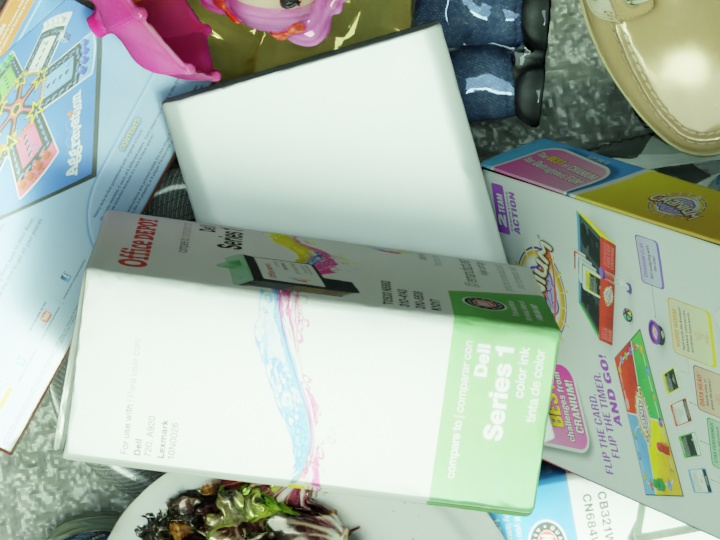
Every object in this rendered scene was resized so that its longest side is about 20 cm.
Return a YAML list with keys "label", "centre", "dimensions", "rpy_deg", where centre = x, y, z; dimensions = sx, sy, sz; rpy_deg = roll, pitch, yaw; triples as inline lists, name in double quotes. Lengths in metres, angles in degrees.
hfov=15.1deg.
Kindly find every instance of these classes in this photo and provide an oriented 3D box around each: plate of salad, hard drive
- label: "plate of salad"
  centre: [-0.025, 0.162, 1.264]
  dimensions: [0.199, 0.048, 0.200]
  rpy_deg: [0, 123, 0]
- label: "hard drive"
  centre: [0.000, 0.000, 1.251]
  dimensions: [0.132, 0.026, 0.200]
  rpy_deg: [-16, 100, 1]

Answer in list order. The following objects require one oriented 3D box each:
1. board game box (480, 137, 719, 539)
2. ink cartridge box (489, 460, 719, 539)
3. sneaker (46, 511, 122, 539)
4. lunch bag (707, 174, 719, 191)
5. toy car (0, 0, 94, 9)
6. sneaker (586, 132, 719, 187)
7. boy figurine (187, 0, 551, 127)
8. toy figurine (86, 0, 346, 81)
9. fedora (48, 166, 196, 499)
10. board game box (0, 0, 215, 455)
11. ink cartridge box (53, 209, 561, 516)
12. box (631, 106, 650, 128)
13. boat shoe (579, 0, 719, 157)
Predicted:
- label: "board game box"
  centre: [0.138, 0.034, 1.214]
  dimensions: [0.040, 0.200, 0.153]
  rpy_deg: [-23, 116, -29]
- label: "ink cartridge box"
  centre: [0.165, 0.152, 1.325]
  dimensions: [0.199, 0.084, 0.146]
  rpy_deg: [-11, 93, 4]
- label: "sneaker"
  centre: [-0.064, 0.159, 1.334]
  dimensions: [0.199, 0.085, 0.077]
  rpy_deg: [-3, 94, 2]
- label: "lunch bag"
  centre: [0.259, 0.010, 1.261]
  dimensions: [0.200, 0.082, 0.161]
  rpy_deg: [2, 69, -29]
- label: "toy car"
  centre: [-0.181, -0.159, 1.298]
  dimensions: [0.200, 0.184, 0.177]
  rpy_deg: [40, 95, -29]
- label: "sneaker"
  centre: [0.142, -0.024, 1.318]
  dimensions: [0.199, 0.074, 0.089]
  rpy_deg: [-14, 92, 4]
- label: "boy figurine"
  centre: [-0.008, -0.105, 1.324]
  dimensions: [0.199, 0.064, 0.125]
  rpy_deg: [2, 95, 3]
- label: "toy figurine"
  centre: [-0.046, -0.165, 1.188]
  dimensions: [0.200, 0.150, 0.184]
  rpy_deg: [16, 121, -5]
- label: "fedora"
  centre: [-0.049, 0.033, 1.322]
  dimensions: [0.199, 0.090, 0.177]
  rpy_deg: [2, 95, 0]
- label: "board game box"
  centre: [-0.158, -0.026, 1.251]
  dimensions: [0.103, 0.019, 0.200]
  rpy_deg: [28, 94, -16]
- label: "ink cartridge box"
  centre: [-0.023, 0.037, 1.171]
  dimensions: [0.199, 0.145, 0.084]
  rpy_deg: [8, 101, -3]
- label: "box"
  centre: [0.164, -0.187, 1.290]
  dimensions: [0.148, 0.104, 0.200]
  rpy_deg: [-23, 93, 4]
- label: "boat shoe"
  centre: [0.125, -0.144, 1.211]
  dimensions: [0.071, 0.065, 0.200]
  rpy_deg: [-23, 93, 5]
